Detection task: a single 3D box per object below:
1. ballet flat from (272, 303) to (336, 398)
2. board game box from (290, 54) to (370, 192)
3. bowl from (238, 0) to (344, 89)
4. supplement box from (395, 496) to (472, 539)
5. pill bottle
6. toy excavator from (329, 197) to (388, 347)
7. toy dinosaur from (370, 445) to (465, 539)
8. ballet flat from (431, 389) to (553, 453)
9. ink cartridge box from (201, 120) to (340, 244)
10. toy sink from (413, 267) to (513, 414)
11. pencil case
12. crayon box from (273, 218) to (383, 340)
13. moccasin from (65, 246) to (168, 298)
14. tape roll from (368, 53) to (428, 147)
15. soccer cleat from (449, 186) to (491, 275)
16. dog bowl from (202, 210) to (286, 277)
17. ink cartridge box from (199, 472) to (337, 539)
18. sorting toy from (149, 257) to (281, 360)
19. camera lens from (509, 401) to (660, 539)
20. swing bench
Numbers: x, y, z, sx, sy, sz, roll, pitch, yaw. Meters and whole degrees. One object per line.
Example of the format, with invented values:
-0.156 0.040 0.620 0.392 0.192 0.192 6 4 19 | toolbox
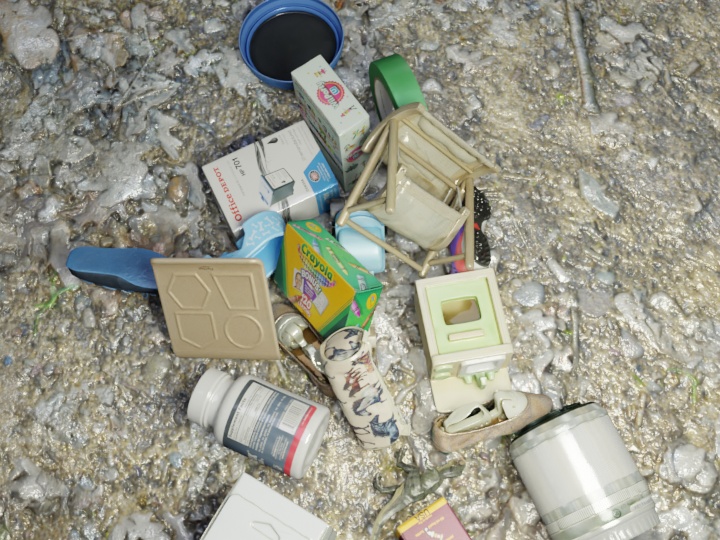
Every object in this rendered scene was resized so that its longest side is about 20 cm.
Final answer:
-0.088 0.120 1.382 0.068 0.067 0.200 -43 73 -10 | ballet flat
-0.046 -0.247 1.459 0.064 0.200 0.148 -33 72 -9 | board game box
-0.130 -0.433 1.620 0.200 0.039 0.201 -1 69 2 | bowl
0.140 0.441 1.235 0.086 0.110 0.200 -32 71 -9 | supplement box
-0.159 0.230 1.324 0.199 0.120 0.120 22 71 11 | pill bottle
0.000 0.000 1.408 0.100 0.195 0.200 -1 41 1 | toy excavator
0.069 0.328 1.307 0.200 0.048 0.088 -34 52 -20 | toy dinosaur
0.203 0.225 1.325 0.199 0.067 0.068 -23 33 -3 | ballet flat
-0.154 -0.148 1.488 0.200 0.086 0.147 -26 70 -9 | ink cartridge box
0.166 0.113 1.360 0.130 0.112 0.201 -9 69 -1 | toy sink
0.006 0.179 1.301 0.089 0.200 0.078 -16 30 11 | pencil case
-0.056 0.020 1.362 0.058 0.119 0.200 -10 40 -38 | crayon box
-0.394 0.000 1.451 0.199 0.068 0.081 14 62 6 | moccasin
0.071 -0.267 1.462 0.048 0.201 0.201 -20 69 -5 | tape roll
0.179 -0.067 1.447 0.068 0.073 0.200 27 43 -23 | soccer cleat
-0.193 -0.011 1.413 0.200 0.112 0.050 -41 63 -8 | dog bowl
-0.132 0.395 1.215 0.145 0.200 0.145 28 72 12 | ink cartridge box
-0.226 0.059 1.354 0.184 0.201 0.037 0 33 13 | sorting toy
0.325 0.305 1.253 0.160 0.160 0.200 -23 70 -7 | camera lens
0.096 -0.124 1.351 0.199 0.130 0.201 32 64 -32 | swing bench
